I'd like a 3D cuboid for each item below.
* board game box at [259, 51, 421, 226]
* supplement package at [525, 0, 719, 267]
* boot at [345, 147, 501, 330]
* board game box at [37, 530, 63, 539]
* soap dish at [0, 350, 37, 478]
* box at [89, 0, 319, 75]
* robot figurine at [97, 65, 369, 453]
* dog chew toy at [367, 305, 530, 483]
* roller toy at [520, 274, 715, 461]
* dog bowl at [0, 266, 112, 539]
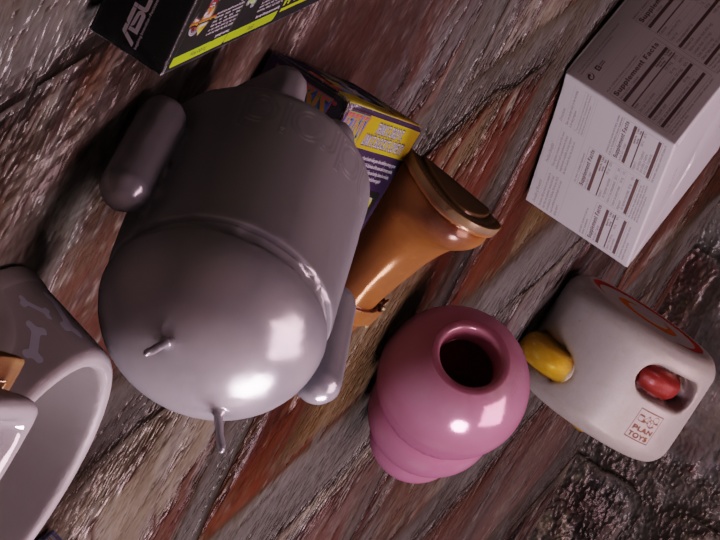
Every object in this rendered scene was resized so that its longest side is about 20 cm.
[{"bbox_3d":[-0.047,-0.032,1.619,0.166,0.057,0.200,-60,169,5],"label":"board game box"},{"bbox_3d":[0.238,-0.132,2.401,0.156,0.111,0.200,-50,168,-27],"label":"supplement package"},{"bbox_3d":[0.000,0.000,1.756,0.156,0.077,0.200,-52,-158,-1],"label":"boot"},{"bbox_3d":[-0.153,0.292,1.695,0.201,0.199,0.062,-63,168,26],"label":"board game box"},{"bbox_3d":[-0.220,0.089,1.158,0.158,0.081,0.200,-57,168,3],"label":"soap dish"},{"bbox_3d":[-0.025,-0.196,1.287,0.194,0.047,0.200,-60,170,26],"label":"box"},{"bbox_3d":[-0.061,-0.009,1.394,0.113,0.170,0.201,-26,-146,36],"label":"robot figurine"},{"bbox_3d":[0.061,0.111,2.327,0.125,0.124,0.200,-50,175,-30],"label":"dog chew toy"},{"bbox_3d":[0.261,0.106,2.973,0.140,0.182,0.200,-57,169,9],"label":"roller toy"},{"bbox_3d":[-0.191,0.097,1.361,0.200,0.058,0.200,-54,168,-17],"label":"dog bowl"}]
